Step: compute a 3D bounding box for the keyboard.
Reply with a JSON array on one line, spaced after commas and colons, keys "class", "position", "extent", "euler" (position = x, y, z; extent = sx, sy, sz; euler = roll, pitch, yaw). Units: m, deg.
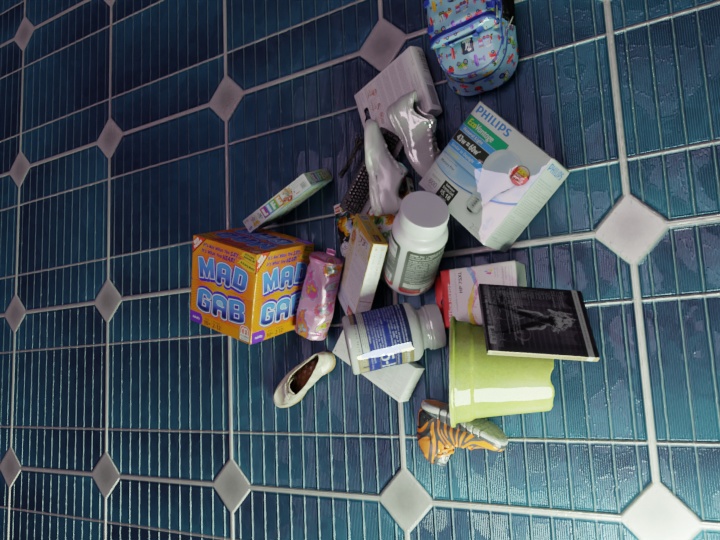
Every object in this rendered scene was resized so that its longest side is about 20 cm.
[{"class": "keyboard", "position": [0.007, -0.228, 1.413], "extent": [0.126, 0.020, 0.202], "euler": [34, 100, 32]}]

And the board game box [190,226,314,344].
[{"class": "board game box", "position": [-0.249, 0.025, 1.449], "extent": [0.197, 0.199, 0.204], "euler": [16, 107, 31]}]

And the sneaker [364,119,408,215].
[{"class": "sneaker", "position": [0.056, -0.223, 1.342], "extent": [0.087, 0.075, 0.204], "euler": [-8, 93, 7]}]

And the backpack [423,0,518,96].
[{"class": "backpack", "position": [0.226, -0.470, 1.276], "extent": [0.180, 0.134, 0.204], "euler": [-8, 83, 31]}]

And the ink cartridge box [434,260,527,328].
[{"class": "ink cartridge box", "position": [0.229, 0.053, 1.253], "extent": [0.197, 0.067, 0.119], "euler": [-9, 80, 31]}]

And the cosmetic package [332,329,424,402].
[{"class": "cosmetic package", "position": [0.037, 0.194, 1.365], "extent": [0.199, 0.050, 0.084], "euler": [33, 99, 30]}]

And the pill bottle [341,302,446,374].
[{"class": "pill bottle", "position": [0.068, 0.132, 1.276], "extent": [0.196, 0.120, 0.122], "euler": [-12, 76, -4]}]

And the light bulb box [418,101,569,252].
[{"class": "light bulb box", "position": [0.259, -0.180, 1.227], "extent": [0.198, 0.124, 0.201], "euler": [46, 109, 27]}]

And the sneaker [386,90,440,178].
[{"class": "sneaker", "position": [0.135, -0.277, 1.312], "extent": [0.088, 0.075, 0.202], "euler": [-30, 92, 38]}]

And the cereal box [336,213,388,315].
[{"class": "cereal box", "position": [0.000, 0.000, 1.345], "extent": [0.144, 0.039, 0.203], "euler": [-118, 38, -56]}]

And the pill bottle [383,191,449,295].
[{"class": "pill bottle", "position": [0.112, -0.053, 1.253], "extent": [0.114, 0.113, 0.202], "euler": [48, 150, 26]}]

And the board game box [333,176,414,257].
[{"class": "board game box", "position": [0.036, -0.115, 1.409], "extent": [0.197, 0.034, 0.129], "euler": [-19, 75, 29]}]

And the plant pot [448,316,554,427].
[{"class": "plant pot", "position": [0.257, 0.187, 1.154], "extent": [0.180, 0.200, 0.205], "euler": [0, 84, 11]}]

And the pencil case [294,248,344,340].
[{"class": "pencil case", "position": [-0.094, 0.055, 1.422], "extent": [0.086, 0.087, 0.204], "euler": [23, 111, 31]}]

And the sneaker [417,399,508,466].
[{"class": "sneaker", "position": [0.196, 0.341, 1.246], "extent": [0.198, 0.077, 0.114], "euler": [17, 97, 42]}]

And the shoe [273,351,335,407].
[{"class": "shoe", "position": [-0.143, 0.253, 1.468], "extent": [0.200, 0.053, 0.070], "euler": [-43, 65, 21]}]

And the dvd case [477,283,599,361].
[{"class": "dvd case", "position": [0.314, 0.091, 1.123], "extent": [0.196, 0.016, 0.151], "euler": [4, 48, -3]}]

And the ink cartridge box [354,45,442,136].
[{"class": "ink cartridge box", "position": [0.082, -0.377, 1.416], "extent": [0.199, 0.049, 0.164], "euler": [-31, 68, 45]}]

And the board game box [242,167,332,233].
[{"class": "board game box", "position": [-0.170, -0.167, 1.484], "extent": [0.199, 0.134, 0.035], "euler": [-33, 91, 24]}]
